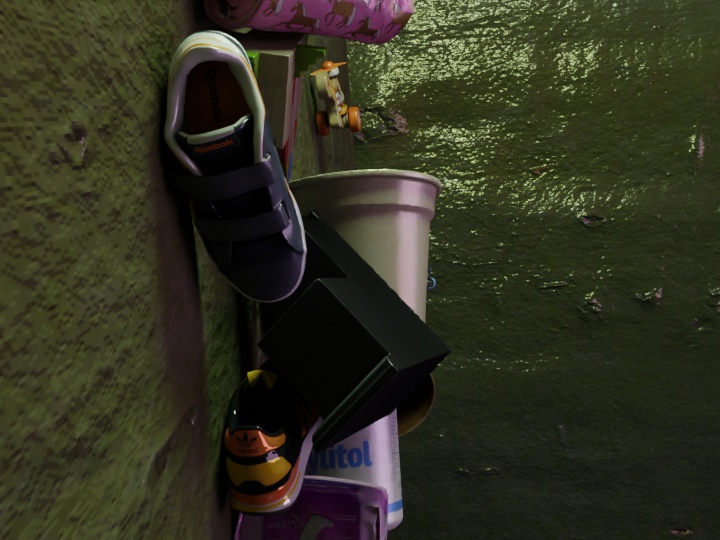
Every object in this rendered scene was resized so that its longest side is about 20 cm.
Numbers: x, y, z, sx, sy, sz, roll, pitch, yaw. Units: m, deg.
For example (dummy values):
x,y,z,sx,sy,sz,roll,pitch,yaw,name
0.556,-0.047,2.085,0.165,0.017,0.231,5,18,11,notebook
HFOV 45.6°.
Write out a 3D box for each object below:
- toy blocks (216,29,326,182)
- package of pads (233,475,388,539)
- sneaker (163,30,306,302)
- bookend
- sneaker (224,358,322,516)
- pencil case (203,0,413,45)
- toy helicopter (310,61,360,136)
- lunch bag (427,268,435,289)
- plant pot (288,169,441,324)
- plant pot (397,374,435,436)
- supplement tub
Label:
x,y,z,sx,sy,sz,roll,pitch,yaw,name
-0.086,-0.136,0.766,0.200,0.099,0.137,-86,-177,-68,toy blocks
-0.036,0.233,0.780,0.200,0.120,0.076,67,25,-80,package of pads
-0.091,-0.064,0.598,0.079,0.078,0.201,-99,173,-75,sneaker
-0.038,0.039,0.748,0.199,0.092,0.200,46,12,12,bookend
-0.073,0.112,0.730,0.200,0.070,0.090,-83,171,-64,sneaker
-0.041,-0.245,0.756,0.199,0.083,0.087,-9,72,-45,pencil case
-0.053,-0.325,1.546,0.200,0.078,0.133,15,70,-82,toy helicopter
0.028,0.020,1.450,0.132,0.199,0.137,71,20,-66,lunch bag
0.000,0.000,0.977,0.200,0.199,0.185,61,24,-82,plant pot
0.034,0.211,1.750,0.200,0.186,0.188,-122,-155,-66,plant pot
-0.020,0.201,1.004,0.132,0.131,0.201,61,24,-82,supplement tub
